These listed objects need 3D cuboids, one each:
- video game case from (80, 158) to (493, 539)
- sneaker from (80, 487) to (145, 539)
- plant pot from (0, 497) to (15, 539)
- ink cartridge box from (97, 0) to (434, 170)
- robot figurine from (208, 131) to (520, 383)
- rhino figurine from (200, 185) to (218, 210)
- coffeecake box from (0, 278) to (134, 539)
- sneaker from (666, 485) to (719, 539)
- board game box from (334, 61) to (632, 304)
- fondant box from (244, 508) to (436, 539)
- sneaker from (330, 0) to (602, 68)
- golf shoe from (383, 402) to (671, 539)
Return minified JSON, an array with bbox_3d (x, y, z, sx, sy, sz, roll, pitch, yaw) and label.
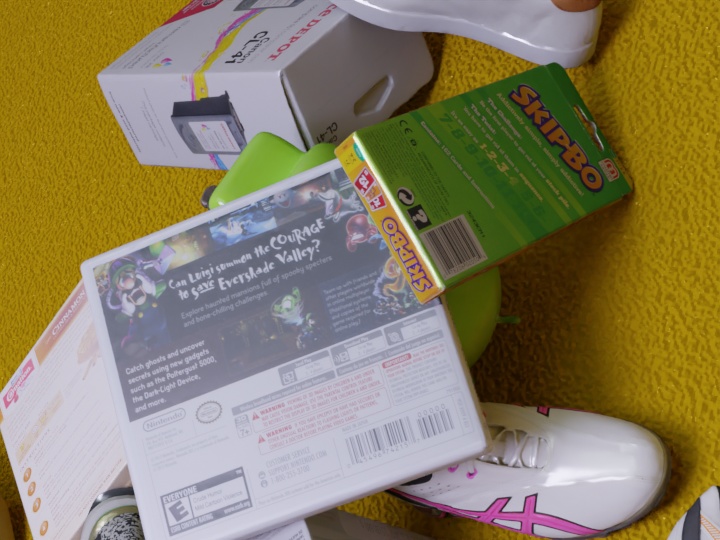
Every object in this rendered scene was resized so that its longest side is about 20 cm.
[{"bbox_3d":[-0.046,0.045,0.739,0.198,0.023,0.183,-21,73,11],"label":"video game case"},{"bbox_3d":[-0.163,0.250,0.874,0.089,0.076,0.202,-144,58,-78],"label":"sneaker"},{"bbox_3d":[-0.391,0.252,1.062,0.193,0.195,0.202,0,65,40],"label":"plant pot"},{"bbox_3d":[-0.069,-0.144,0.962,0.199,0.086,0.148,6,40,43],"label":"ink cartridge box"},{"bbox_3d":[0.000,0.000,0.825,0.116,0.199,0.176,-58,-2,-36],"label":"robot figurine"},{"bbox_3d":[-0.062,0.017,0.942,0.059,0.088,0.201,-18,54,-11],"label":"rhino figurine"},{"bbox_3d":[-0.188,0.112,0.994,0.154,0.073,0.200,-52,39,13],"label":"coffeecake box"},{"bbox_3d":[0.221,0.173,0.638,0.199,0.074,0.080,31,93,43],"label":"sneaker"},{"bbox_3d":[0.078,-0.057,0.762,0.030,0.199,0.096,-36,82,48],"label":"board game box"},{"bbox_3d":[0.021,0.235,0.737,0.058,0.144,0.201,-38,52,20],"label":"fondant box"},{"bbox_3d":[0.062,-0.199,0.859,0.198,0.085,0.073,16,52,12],"label":"sneaker"},{"bbox_3d":[0.080,0.114,0.770,0.199,0.092,0.073,-6,68,38],"label":"golf shoe"}]
